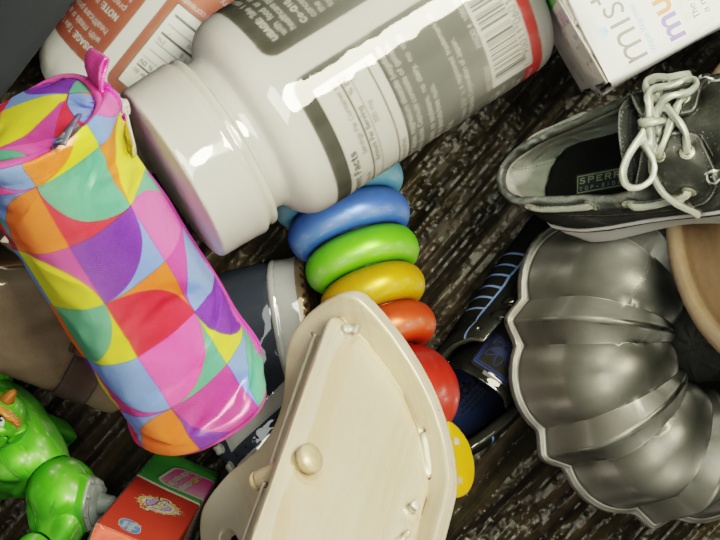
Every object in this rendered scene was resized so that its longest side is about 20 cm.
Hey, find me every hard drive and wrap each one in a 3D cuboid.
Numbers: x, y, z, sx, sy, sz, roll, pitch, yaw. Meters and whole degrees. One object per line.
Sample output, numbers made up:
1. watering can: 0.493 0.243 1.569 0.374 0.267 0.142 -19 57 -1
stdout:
1. hard drive: -0.177 -0.159 1.024 0.042 0.135 0.200 35 94 -16

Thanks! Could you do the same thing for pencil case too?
1. pencil case: -0.116 -0.003 0.924 0.088 0.088 0.200 -23 121 4

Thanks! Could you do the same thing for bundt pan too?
1. bundt pan: 0.183 0.039 1.014 0.201 0.076 0.202 2 84 -20

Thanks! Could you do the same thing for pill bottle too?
1. pill bottle: -0.102 -0.127 1.030 0.112 0.112 0.200 40 99 -1
2. pill bottle: -0.013 -0.101 0.950 0.200 0.114 0.114 -33 93 -11

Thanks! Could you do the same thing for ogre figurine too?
1. ogre figurine: -0.223 0.115 1.067 0.120 0.200 0.098 -40 137 -5

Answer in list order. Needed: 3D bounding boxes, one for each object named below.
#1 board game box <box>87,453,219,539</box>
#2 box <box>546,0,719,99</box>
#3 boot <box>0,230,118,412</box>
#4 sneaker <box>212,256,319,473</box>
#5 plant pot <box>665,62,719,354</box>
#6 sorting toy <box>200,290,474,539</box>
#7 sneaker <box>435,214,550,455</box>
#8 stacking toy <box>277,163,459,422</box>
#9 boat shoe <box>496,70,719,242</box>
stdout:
1. board game box: -0.133 0.190 1.018 0.040 0.200 0.153 22 96 1
2. box: 0.177 -0.170 0.971 0.176 0.200 0.097 -27 93 6
3. boot: -0.184 0.031 0.998 0.200 0.070 0.146 -44 121 11
4. sneaker: -0.069 0.097 1.072 0.108 0.070 0.201 -8 94 4
5. plant pot: 0.279 -0.024 0.935 0.174 0.200 0.201 16 98 -41
6. sorting toy: -0.045 0.142 0.956 0.107 0.200 0.180 38 135 -20
7. sneaker: 0.094 0.029 1.053 0.070 0.078 0.200 35 96 -1
8. stacking toy: 0.000 0.000 1.024 0.085 0.085 0.200 -19 75 4
9. boat shoe: 0.150 -0.062 0.909 0.068 0.199 0.074 16 74 -40
